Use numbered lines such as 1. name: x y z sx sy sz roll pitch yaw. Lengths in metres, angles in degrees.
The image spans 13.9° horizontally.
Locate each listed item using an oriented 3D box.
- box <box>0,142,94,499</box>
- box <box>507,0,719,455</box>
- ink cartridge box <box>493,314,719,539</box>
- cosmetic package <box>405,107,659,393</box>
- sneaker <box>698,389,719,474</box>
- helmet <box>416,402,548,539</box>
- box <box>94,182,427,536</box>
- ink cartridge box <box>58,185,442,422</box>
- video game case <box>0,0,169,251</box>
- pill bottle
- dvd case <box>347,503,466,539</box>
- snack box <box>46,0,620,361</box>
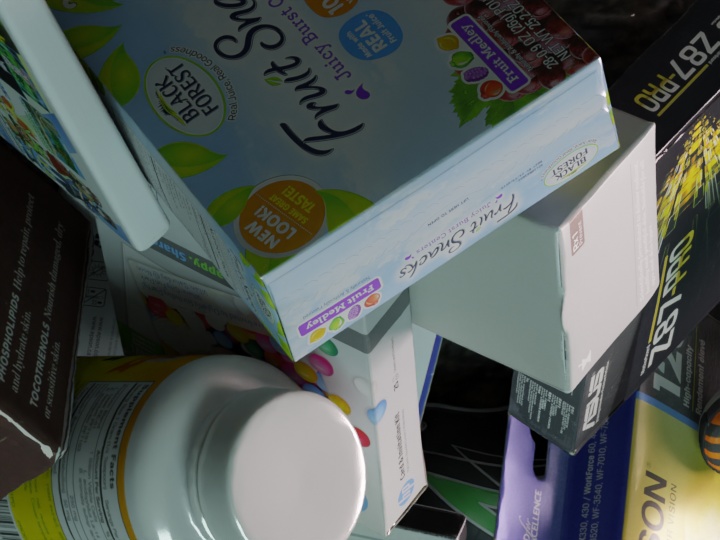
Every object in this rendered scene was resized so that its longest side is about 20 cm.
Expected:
1. box: -0.251 0.011 1.345 0.166 0.164 0.200 -32 124 26
2. box: 0.141 -0.027 1.437 0.161 0.049 0.200 -41 153 -31
3. ink cartridge box: 0.157 0.109 1.559 0.047 0.198 0.200 -14 147 40
4. cosmetic package: 0.030 -0.039 1.316 0.200 0.090 0.107 23 142 24
5. sneaker: 0.276 0.085 1.511 0.200 0.112 0.078 -13 120 4
6. helmet: 0.076 0.165 1.632 0.190 0.200 0.200 -9 145 -29
7. box: -0.047 0.019 1.355 0.156 0.041 0.200 27 148 24
8. ink cartridge box: -0.060 0.022 1.479 0.200 0.043 0.197 8 127 -7
9. video game case: -0.170 -0.114 1.243 0.022 0.182 0.200 -41 142 -13
10. pill bottle: -0.089 0.093 1.350 0.109 0.109 0.200 26 163 -36
11. dvd case: -0.018 0.192 1.548 0.150 0.025 0.200 10 129 14
12. snack box: -0.017 -0.083 1.246 0.169 0.200 0.068 -32 142 -10
